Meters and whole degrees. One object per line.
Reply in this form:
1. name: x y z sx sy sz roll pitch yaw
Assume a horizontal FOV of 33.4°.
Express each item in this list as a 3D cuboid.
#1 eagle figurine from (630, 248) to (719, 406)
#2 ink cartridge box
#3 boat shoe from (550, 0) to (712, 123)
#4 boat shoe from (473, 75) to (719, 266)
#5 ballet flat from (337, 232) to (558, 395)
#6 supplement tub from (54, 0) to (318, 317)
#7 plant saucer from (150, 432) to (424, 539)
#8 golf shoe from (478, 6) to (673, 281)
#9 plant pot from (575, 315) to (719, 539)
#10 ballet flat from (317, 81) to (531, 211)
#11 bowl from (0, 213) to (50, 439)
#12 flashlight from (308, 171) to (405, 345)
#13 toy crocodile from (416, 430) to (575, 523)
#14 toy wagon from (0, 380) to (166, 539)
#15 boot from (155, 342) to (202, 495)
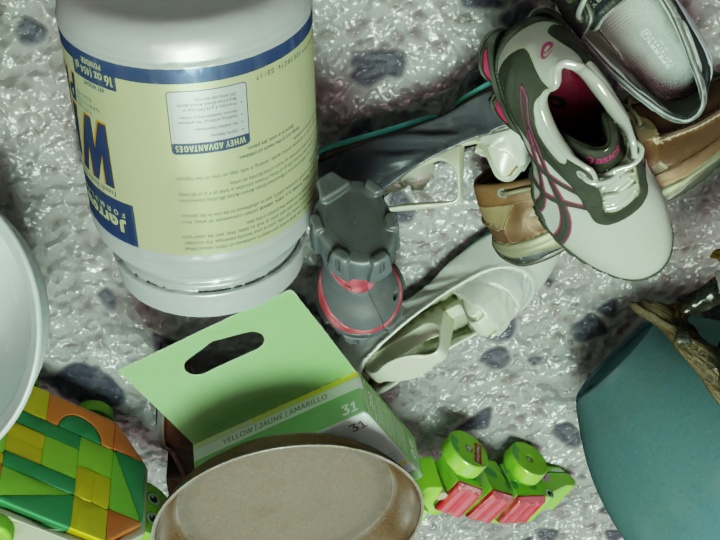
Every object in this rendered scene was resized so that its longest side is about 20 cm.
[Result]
1. eagle figurine: 0.281 -0.011 0.791 0.200 0.151 0.152 -42 137 1
2. ink cartridge box: -0.061 0.114 0.868 0.145 0.048 0.200 -25 136 12
3. boat shoe: 0.151 -0.171 0.718 0.200 0.071 0.072 41 114 -18
4. boat shoe: 0.167 -0.079 0.805 0.199 0.076 0.074 -31 114 9
5. ballet flat: 0.070 0.036 0.889 0.199 0.070 0.069 -32 125 18
6. supplement tub: -0.098 -0.087 0.721 0.144 0.145 0.201 -3 128 -4
7. plant saucer: -0.054 0.177 0.878 0.199 0.032 0.201 -8 136 -7
8. golf shoe: 0.138 -0.061 0.724 0.077 0.088 0.200 -35 117 3
9. plant pot: 0.243 0.112 0.911 0.135 0.200 0.200 44 117 5
10. ballet flat: 0.067 -0.082 0.790 0.199 0.073 0.073 -22 128 14
11. bowl: -0.287 0.029 0.803 0.200 0.090 0.203 1 96 10
12. flashlight: 0.000 0.000 0.785 0.067 0.068 0.200 9 167 1
13. toy crocodile: 0.104 0.182 0.993 0.199 0.062 0.068 15 126 -39
14. toy wagon: -0.210 0.155 0.883 0.199 0.156 0.040 30 120 -27
15. boot: -0.057 0.119 0.942 0.198 0.064 0.187 -4 136 -3
